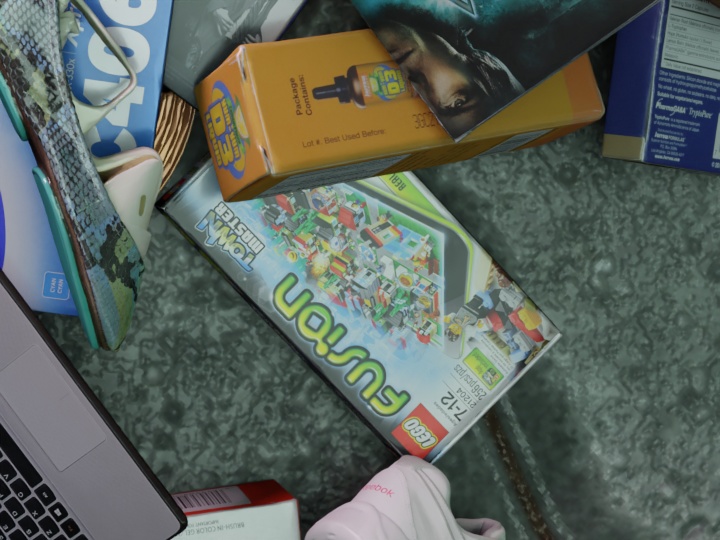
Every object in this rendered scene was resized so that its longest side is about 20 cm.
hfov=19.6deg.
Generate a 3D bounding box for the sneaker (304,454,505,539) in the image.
[{"bbox_3d":[0.053,0.181,1.094,0.099,0.078,0.200,-45,126,-30],"label":"sneaker"}]

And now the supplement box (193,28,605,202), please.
[{"bbox_3d":[0.021,-0.086,1.049,0.200,0.069,0.067,-11,84,-30],"label":"supplement box"}]

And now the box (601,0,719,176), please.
[{"bbox_3d":[0.186,-0.152,1.101,0.121,0.032,0.200,5,95,-47],"label":"box"}]

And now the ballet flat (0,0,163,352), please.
[{"bbox_3d":[-0.129,-0.061,0.970,0.074,0.074,0.200,-22,105,-10],"label":"ballet flat"}]

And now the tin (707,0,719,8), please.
[{"bbox_3d":[0.202,-0.189,0.994,0.042,0.200,0.112,31,79,17],"label":"tin"}]

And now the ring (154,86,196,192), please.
[{"bbox_3d":[-0.182,-0.101,1.059,0.200,0.019,0.201,-1,95,-13],"label":"ring"}]

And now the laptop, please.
[{"bbox_3d":[-0.225,0.113,0.998,0.200,0.116,0.187,-35,93,34],"label":"laptop"}]

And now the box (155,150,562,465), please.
[{"bbox_3d":[0.000,0.000,1.098,0.110,0.035,0.200,-45,102,-6],"label":"box"}]

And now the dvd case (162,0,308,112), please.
[{"bbox_3d":[-0.073,-0.197,1.038,0.150,0.025,0.200,36,94,-10],"label":"dvd case"}]

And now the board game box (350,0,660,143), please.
[{"bbox_3d":[0.078,-0.162,0.949,0.200,0.028,0.135,-34,94,37],"label":"board game box"}]

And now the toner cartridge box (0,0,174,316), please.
[{"bbox_3d":[-0.145,-0.080,1.019,0.095,0.043,0.200,7,102,-5],"label":"toner cartridge box"}]

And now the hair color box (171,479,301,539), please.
[{"bbox_3d":[-0.081,0.218,1.082,0.111,0.064,0.200,-7,97,-12],"label":"hair color box"}]
